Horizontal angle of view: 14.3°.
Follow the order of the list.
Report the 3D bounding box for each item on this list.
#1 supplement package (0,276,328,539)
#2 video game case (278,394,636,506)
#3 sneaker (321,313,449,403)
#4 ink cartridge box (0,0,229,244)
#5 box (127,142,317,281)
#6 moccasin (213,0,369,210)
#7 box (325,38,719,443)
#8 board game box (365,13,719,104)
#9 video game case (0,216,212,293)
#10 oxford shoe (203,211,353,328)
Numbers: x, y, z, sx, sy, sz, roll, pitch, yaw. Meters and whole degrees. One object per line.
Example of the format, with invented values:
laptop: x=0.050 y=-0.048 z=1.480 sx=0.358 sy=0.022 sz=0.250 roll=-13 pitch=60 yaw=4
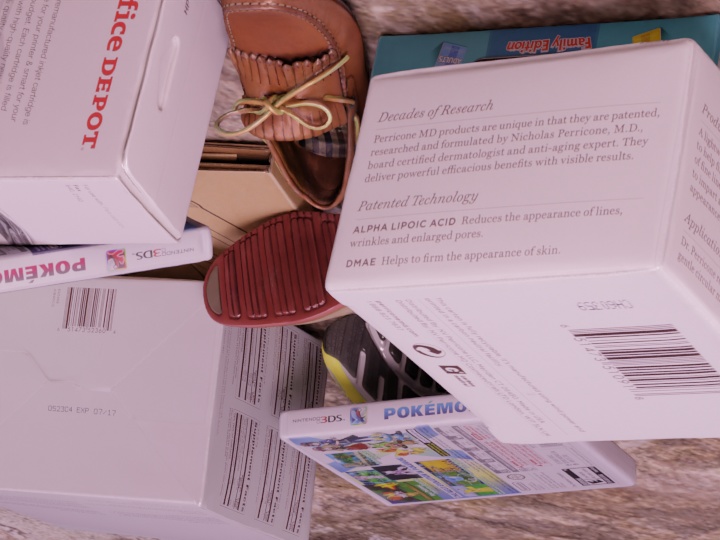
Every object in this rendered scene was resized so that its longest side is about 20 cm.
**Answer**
supplement package: x=-0.145 y=0.094 z=1.898 sx=0.190 sy=0.148 sz=0.200 roll=3 pitch=168 yaw=20
video game case: x=0.067 y=0.116 z=1.867 sx=0.181 sy=0.022 sz=0.200 roll=-7 pitch=161 yaw=20
sneaker: x=0.033 y=0.088 z=1.936 sx=0.090 sy=0.079 sz=0.200 roll=-8 pitch=149 yaw=42
ink cartridge box: x=-0.185 y=-0.094 z=1.551 sx=0.199 sy=0.147 sz=0.086 roll=1 pitch=153 yaw=23
box: x=-0.098 y=-0.027 z=1.812 sx=0.163 sy=0.021 sz=0.200 roll=3 pitch=155 yaw=21
moccasin: x=-0.037 y=-0.097 z=1.560 sx=0.073 sy=0.078 sz=0.202 roll=8 pitch=156 yaw=10
box: x=0.122 y=-0.009 z=1.498 sx=0.199 sy=0.131 sz=0.199 roll=-4 pitch=151 yaw=33
board game box: x=0.125 y=-0.077 z=1.568 sx=0.199 sy=0.047 sz=0.151 roll=-2 pitch=152 yaw=28
video game case: x=-0.200 y=-0.016 z=1.634 sx=0.181 sy=0.023 sz=0.200 roll=-9 pitch=-168 yaw=-20
oxford shoe: x=0.000 y=0.000 z=1.739 sx=0.199 sy=0.071 sz=0.075 roll=-14 pitch=159 yaw=24
